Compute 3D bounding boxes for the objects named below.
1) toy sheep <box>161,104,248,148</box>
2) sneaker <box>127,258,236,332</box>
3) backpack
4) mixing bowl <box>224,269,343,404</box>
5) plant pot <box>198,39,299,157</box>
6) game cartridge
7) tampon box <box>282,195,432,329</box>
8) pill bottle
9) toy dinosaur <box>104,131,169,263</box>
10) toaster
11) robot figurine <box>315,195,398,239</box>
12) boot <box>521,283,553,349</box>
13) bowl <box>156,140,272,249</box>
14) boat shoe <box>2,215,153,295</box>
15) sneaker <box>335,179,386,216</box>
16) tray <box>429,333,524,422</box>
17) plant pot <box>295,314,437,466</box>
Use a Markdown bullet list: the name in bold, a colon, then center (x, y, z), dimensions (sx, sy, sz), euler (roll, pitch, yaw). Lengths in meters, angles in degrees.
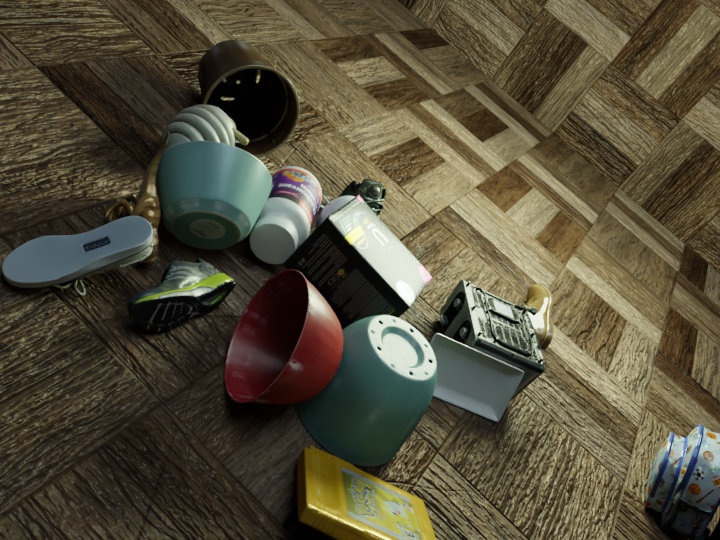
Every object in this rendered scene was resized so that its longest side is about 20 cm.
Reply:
- **toy sheep**: center (-0.294, -0.235, 1.355), dimensions (0.138, 0.138, 0.200), euler (38, 38, 2)
- **sneaker**: center (-0.275, 0.031, 1.095), dimensions (0.081, 0.074, 0.200), euler (39, 23, 16)
- **backpack**: center (0.640, 0.393, 1.415), dimensions (0.153, 0.192, 0.200), euler (25, 29, 12)
- **mixing bowl**: center (-0.096, 0.112, 1.054), dimensions (0.108, 0.200, 0.201), euler (31, 31, -30)
- **plant pot**: center (-0.246, -0.367, 1.527), dimensions (0.199, 0.201, 0.199), euler (14, 30, -32)
- **game cartridge**: center (0.008, 0.314, 0.973), dimensions (0.199, 0.033, 0.176), euler (31, 8, -11)
- **tampon box**: center (0.000, 0.000, 1.268), dimensions (0.200, 0.126, 0.150), euler (47, 29, -1)
- **pill bottle**: center (-0.139, -0.099, 1.347), dimensions (0.111, 0.112, 0.201), euler (30, 32, -11)
- **toy dinosaur**: center (-0.338, -0.107, 1.158), dimensions (0.060, 0.105, 0.202), euler (26, 63, -72)
- **toaster**: center (0.254, 0.136, 1.428), dimensions (0.199, 0.119, 0.182), euler (23, 35, -20)
- **robot figurine**: center (-0.005, -0.060, 1.400), dimensions (0.200, 0.170, 0.113), euler (47, 65, 3)
- **boot**: center (0.390, 0.089, 1.678), dimensions (0.075, 0.074, 0.201), euler (21, 36, -6)
- **bowl**: center (-0.246, -0.108, 1.203), dimensions (0.199, 0.201, 0.106), euler (18, 55, -28)
- **boat shoe**: center (-0.387, -0.012, 1.030), dimensions (0.201, 0.086, 0.075), euler (-23, 66, -22)
- **sneaker**: center (0.015, -0.110, 1.515), dimensions (0.076, 0.114, 0.200), euler (7, 44, -36)
- **tray**: center (0.189, 0.190, 1.320), dimensions (0.199, 0.108, 0.022), euler (25, 9, -19)
- **plant pot**: center (0.022, 0.166, 1.119), dimensions (0.199, 0.161, 0.201), euler (26, 34, -19)
